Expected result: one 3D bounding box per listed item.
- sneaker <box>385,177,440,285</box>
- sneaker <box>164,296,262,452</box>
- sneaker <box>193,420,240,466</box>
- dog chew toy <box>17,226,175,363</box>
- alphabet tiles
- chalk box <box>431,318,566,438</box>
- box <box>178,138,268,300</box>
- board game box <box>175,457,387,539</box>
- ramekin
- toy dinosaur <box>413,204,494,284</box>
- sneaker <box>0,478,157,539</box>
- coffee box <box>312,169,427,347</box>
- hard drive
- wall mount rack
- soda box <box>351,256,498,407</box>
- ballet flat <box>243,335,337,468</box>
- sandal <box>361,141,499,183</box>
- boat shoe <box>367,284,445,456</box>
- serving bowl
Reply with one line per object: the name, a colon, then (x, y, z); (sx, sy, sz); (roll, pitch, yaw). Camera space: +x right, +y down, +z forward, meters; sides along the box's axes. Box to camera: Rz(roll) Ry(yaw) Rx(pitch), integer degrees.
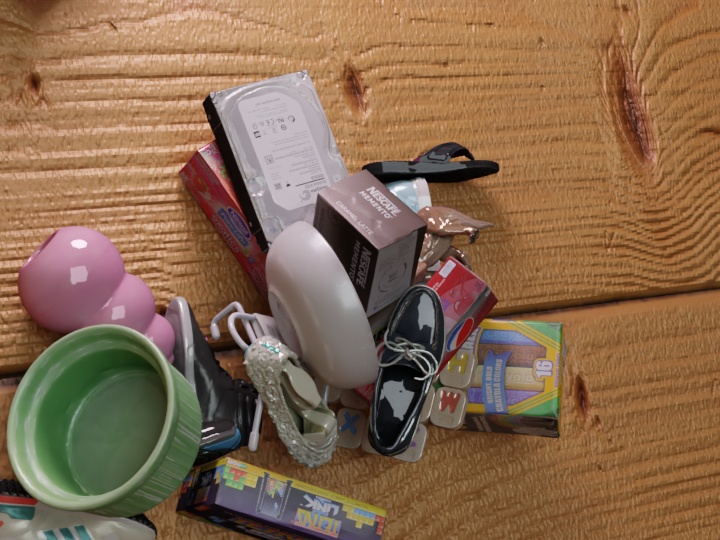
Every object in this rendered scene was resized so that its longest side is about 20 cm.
sneaker: (0.058, -0.020, 1.625); (0.082, 0.074, 0.201); (-6, 76, -7)
sneaker: (-0.175, 0.127, 1.485); (0.099, 0.071, 0.201); (-7, 80, -33)
sneaker: (-0.235, 0.183, 1.402); (0.199, 0.073, 0.082); (-8, 67, 6)
dog chew toy: (-0.294, 0.044, 1.424); (0.200, 0.124, 0.125); (44, 64, -17)
alphabet tiles: (0.040, 0.131, 1.530); (0.199, 0.015, 0.196); (10, 74, 22)
chalk box: (0.156, 0.134, 1.572); (0.199, 0.124, 0.124); (4, 73, 12)
box: (-0.122, -0.077, 1.537); (0.100, 0.095, 0.200); (-36, 93, -27)
board game box: (-0.093, 0.278, 1.424); (0.199, 0.165, 0.057); (21, 70, -17)
ramekin: (-0.267, 0.168, 1.329); (0.199, 0.098, 0.201); (-8, 65, 18)
toy dinosaur: (0.069, -0.035, 1.555); (0.200, 0.086, 0.136); (-38, 54, -14)
sneaker: (-0.330, 0.296, 1.381); (0.199, 0.070, 0.094); (17, 91, -23)
coffee box: (0.000, 0.000, 1.459); (0.080, 0.200, 0.114); (-27, 57, -33)
hard drive: (-0.091, -0.132, 1.492); (0.139, 0.038, 0.201); (-18, 85, -29)
wall mount rack: (-0.095, 0.127, 1.463); (0.200, 0.075, 0.174); (18, 39, -50)
soda box: (0.075, 0.085, 1.487); (0.063, 0.070, 0.200); (39, 87, 25)
ballet flat: (-0.066, 0.157, 1.398); (0.072, 0.072, 0.200); (-49, 130, -25)
sandal: (0.098, -0.147, 1.662); (0.200, 0.075, 0.048); (-2, 81, -23)
boat shoe: (0.050, 0.112, 1.411); (0.075, 0.062, 0.201); (18, 83, 8)
serving bowl: (-0.056, 0.048, 1.390); (0.066, 0.200, 0.201); (-24, 87, -16)
